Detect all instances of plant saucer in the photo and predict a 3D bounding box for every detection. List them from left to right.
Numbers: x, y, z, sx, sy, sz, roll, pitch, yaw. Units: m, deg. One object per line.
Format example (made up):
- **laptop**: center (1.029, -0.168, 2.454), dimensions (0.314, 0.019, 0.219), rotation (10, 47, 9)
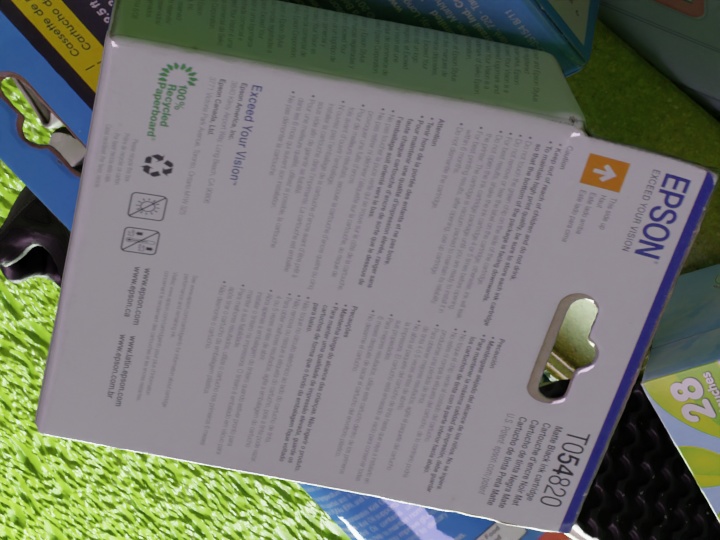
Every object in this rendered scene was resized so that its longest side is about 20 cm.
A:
- **plant saucer**: center (0.073, -0.021, 1.059), dimensions (0.200, 0.048, 0.200), rotation (39, 159, -5)

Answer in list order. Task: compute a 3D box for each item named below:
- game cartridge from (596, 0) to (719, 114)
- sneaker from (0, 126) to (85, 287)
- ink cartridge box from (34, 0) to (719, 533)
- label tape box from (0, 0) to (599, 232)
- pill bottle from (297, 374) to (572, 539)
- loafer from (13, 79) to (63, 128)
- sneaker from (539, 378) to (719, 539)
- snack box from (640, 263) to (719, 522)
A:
- **game cartridge**: center (0.078, -0.147, 0.945), dimensions (0.133, 0.041, 0.200), rotation (29, 148, 31)
- **sneaker**: center (-0.090, 0.019, 1.303), dimensions (0.200, 0.091, 0.067), rotation (34, 160, 17)
- **ink cartridge box**: center (0.000, 0.000, 0.947), dimensions (0.199, 0.041, 0.200), rotation (12, 136, -5)
- **label tape box**: center (-0.042, -0.095, 0.935), dimensions (0.200, 0.063, 0.144), rotation (-23, 124, 29)
- **pill bottle**: center (0.013, 0.054, 1.208), dimensions (0.200, 0.112, 0.112), rotation (46, 151, -8)
- **loafer**: center (-0.163, -0.152, 1.190), dimensions (0.200, 0.070, 0.070), rotation (55, 151, -17)
- **sneaker**: center (0.136, 0.099, 1.107), dimensions (0.199, 0.071, 0.093), rotation (16, 161, -15)
- **snack box**: center (0.215, 0.073, 0.968), dimensions (0.168, 0.068, 0.200), rotation (-17, 119, 26)
